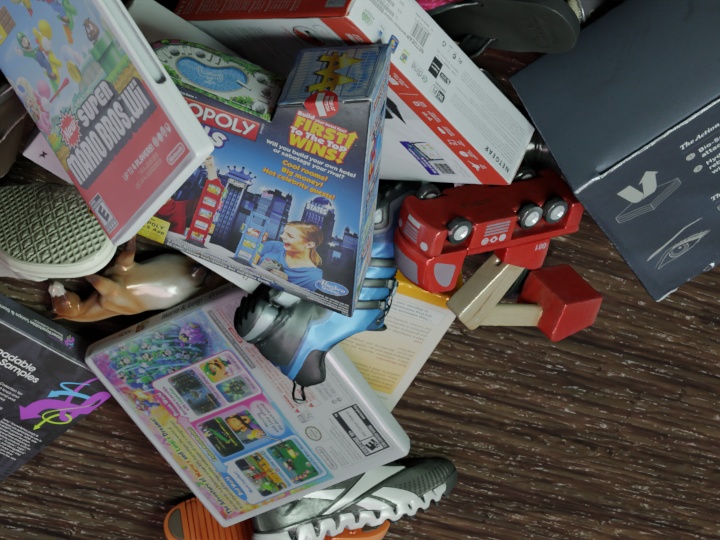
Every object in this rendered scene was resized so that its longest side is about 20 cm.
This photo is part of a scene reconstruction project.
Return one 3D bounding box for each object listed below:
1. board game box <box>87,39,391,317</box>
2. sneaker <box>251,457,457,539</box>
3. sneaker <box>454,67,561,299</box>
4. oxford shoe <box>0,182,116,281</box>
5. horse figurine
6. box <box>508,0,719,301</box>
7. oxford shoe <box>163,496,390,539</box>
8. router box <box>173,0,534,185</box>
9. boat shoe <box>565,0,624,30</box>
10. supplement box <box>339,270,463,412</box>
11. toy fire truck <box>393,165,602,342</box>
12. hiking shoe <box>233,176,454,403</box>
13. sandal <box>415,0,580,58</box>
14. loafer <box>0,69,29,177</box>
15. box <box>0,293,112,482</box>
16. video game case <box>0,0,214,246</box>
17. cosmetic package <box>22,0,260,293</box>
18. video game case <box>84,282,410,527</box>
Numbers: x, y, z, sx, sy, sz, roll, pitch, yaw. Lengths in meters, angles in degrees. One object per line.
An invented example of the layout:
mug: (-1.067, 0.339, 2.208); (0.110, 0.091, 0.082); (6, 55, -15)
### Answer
board game box: (-0.062, -0.084, 1.564); (0.199, 0.062, 0.200); (22, 136, -4)
sneaker: (-0.009, 0.176, 1.994); (0.199, 0.066, 0.091); (-15, 96, -23)
sneaker: (0.094, -0.065, 1.789); (0.103, 0.060, 0.201); (2, 128, -15)
oxford shoe: (-0.242, -0.022, 1.703); (0.199, 0.075, 0.058); (6, 143, 41)
horse figurine: (-0.144, -0.004, 1.800); (0.198, 0.050, 0.133); (-11, 149, -9)
box: (0.241, -0.107, 1.685); (0.196, 0.118, 0.200); (-33, 147, 8)
oxford shoe: (-0.075, 0.235, 2.042); (0.198, 0.072, 0.073); (2, 139, -14)
router box: (-0.005, -0.136, 1.634); (0.179, 0.049, 0.200); (5, 152, 46)
boat shoe: (0.140, -0.186, 1.671); (0.199, 0.065, 0.072); (22, 127, -28)
supplement box: (-0.018, 0.051, 1.864); (0.125, 0.074, 0.200); (18, 128, -20)
toy fire truck: (0.102, -0.004, 1.739); (0.199, 0.049, 0.142); (-13, 133, -34)
hiking shoe: (0.000, 0.000, 1.737); (0.200, 0.074, 0.087); (-42, 106, -2)
sandal: (0.056, -0.170, 1.616); (0.199, 0.045, 0.075); (11, 154, 36)
loafer: (-0.269, -0.107, 1.673); (0.071, 0.073, 0.200); (25, 134, -37)
box: (-0.305, 0.103, 1.881); (0.143, 0.036, 0.200); (31, 127, -34)
video game case: (-0.182, -0.129, 1.531); (0.017, 0.201, 0.143); (-29, 173, -37)
cosmetic package: (-0.116, -0.087, 1.659); (0.199, 0.052, 0.151); (31, 135, -16)
video game case: (-0.088, 0.101, 1.839); (0.181, 0.024, 0.200); (-23, 121, 24)
